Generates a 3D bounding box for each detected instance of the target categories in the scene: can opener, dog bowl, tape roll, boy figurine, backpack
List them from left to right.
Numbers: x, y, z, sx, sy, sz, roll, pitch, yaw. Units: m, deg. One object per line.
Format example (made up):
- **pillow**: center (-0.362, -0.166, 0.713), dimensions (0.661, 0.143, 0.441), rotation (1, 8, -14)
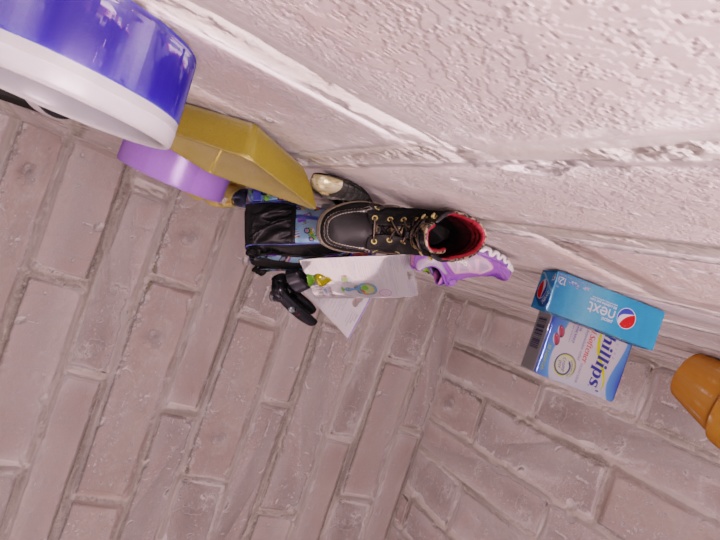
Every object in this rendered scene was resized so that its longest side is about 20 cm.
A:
- **dog bowl**: center (-0.237, -0.174, 0.463), dimensions (0.197, 0.080, 0.200), rotation (21, 180, 0)
- **tape roll**: center (-0.337, -0.195, 1.060), dimensions (0.197, 0.067, 0.200), rotation (24, -175, -2)
- **boy figurine**: center (-0.272, -0.165, 1.196), dimensions (0.196, 0.066, 0.124), rotation (16, -153, 17)
- **can opener**: center (-0.125, 0.064, 1.145), dimensions (0.077, 0.065, 0.201), rotation (-3, 150, 13)
- **backpack**: center (-0.112, -0.072, 1.075), dimensions (0.196, 0.138, 0.183), rotation (-2, 169, -6)

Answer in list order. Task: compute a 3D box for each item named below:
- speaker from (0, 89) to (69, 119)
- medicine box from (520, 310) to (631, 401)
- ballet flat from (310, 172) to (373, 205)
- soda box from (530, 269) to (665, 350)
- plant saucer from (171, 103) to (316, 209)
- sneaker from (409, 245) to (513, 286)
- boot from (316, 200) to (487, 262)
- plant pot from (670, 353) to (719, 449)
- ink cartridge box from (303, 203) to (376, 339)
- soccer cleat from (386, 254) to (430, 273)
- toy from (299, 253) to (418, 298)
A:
- **speaker**: center (-0.380, -0.224, 0.623), dimensions (0.197, 0.083, 0.081), rotation (20, 179, 24)
- **medicine box**: center (0.502, 0.175, 1.334), dimensions (0.196, 0.185, 0.103), rotation (20, 179, -2)
- **ballet flat**: center (-0.017, -0.094, 0.855), dimensions (0.066, 0.058, 0.200), rotation (20, 175, 28)
- **soda box**: center (0.389, 0.064, 0.954), dimensions (0.197, 0.069, 0.064), rotation (20, 179, -6)
- **plant saucer**: center (-0.166, -0.154, 0.744), dimensions (0.197, 0.049, 0.200), rotation (21, 176, 21)
- **sneaker**: center (0.161, -0.011, 0.961), dimensions (0.197, 0.090, 0.080), rotation (19, 178, -20)
- **boot**: center (0.055, -0.051, 0.767), dimensions (0.196, 0.075, 0.150), rotation (4, -175, -28)
- **plant pot**: center (0.852, 0.299, 1.365), dimensions (0.198, 0.203, 0.183), rotation (20, -165, -32)
- **ink cartridge box**: center (-0.041, 0.002, 1.179), dimensions (0.200, 0.200, 0.043), rotation (44, -145, 24)
- **soccer cleat**: center (0.066, -0.048, 1.068), dimensions (0.067, 0.083, 0.198), rotation (20, 179, -41)
- **toy**: center (0.000, 0.000, 1.039), dimensions (0.196, 0.048, 0.116), rotation (-5, 140, 10)
